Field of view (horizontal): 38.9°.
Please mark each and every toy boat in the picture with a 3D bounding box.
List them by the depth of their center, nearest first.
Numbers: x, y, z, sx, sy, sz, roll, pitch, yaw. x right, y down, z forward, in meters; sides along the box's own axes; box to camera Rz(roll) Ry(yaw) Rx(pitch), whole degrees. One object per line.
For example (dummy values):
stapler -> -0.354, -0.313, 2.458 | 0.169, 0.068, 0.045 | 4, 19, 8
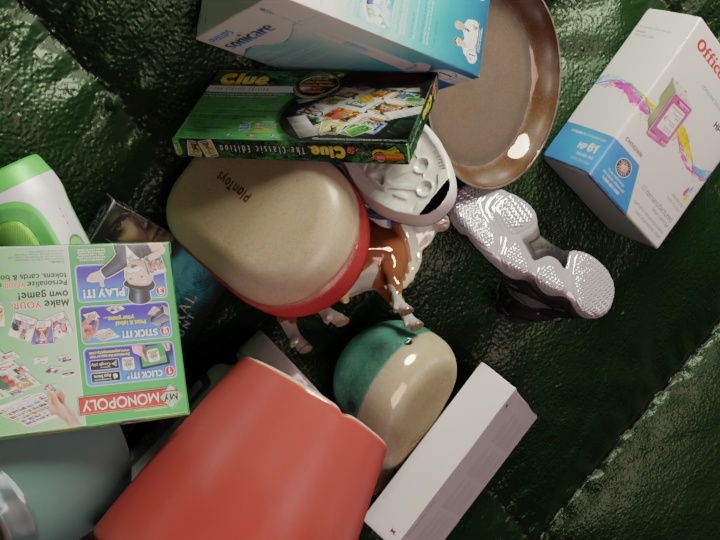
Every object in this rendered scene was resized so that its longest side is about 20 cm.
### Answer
toy boat -> -0.065, -0.033, 0.864 | 0.131, 0.199, 0.131 | -52, 137, -2

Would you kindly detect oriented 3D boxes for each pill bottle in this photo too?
pill bottle -> -0.129, 0.161, 0.939 | 0.200, 0.114, 0.114 | -45, 123, -7

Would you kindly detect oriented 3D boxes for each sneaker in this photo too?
sneaker -> 0.036, -0.076, 0.890 | 0.081, 0.200, 0.146 | -48, 141, -2
sneaker -> 0.154, -0.005, 1.045 | 0.199, 0.114, 0.076 | 34, 63, -12

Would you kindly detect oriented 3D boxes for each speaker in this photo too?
speaker -> -0.243, 0.015, 0.814 | 0.088, 0.088, 0.202 | -28, 101, -17

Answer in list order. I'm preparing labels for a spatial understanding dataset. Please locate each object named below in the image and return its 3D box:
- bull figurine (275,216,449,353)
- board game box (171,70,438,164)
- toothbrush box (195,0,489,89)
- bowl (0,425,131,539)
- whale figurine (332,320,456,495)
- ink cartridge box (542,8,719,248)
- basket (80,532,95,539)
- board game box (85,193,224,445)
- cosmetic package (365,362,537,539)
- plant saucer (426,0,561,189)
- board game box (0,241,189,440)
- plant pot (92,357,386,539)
bull figurine -> 0.000, 0.000, 0.965 | 0.197, 0.123, 0.065 | -12, 151, -16
board game box -> -0.043, -0.126, 0.824 | 0.024, 0.197, 0.106 | 76, 26, -42
toothbrush box -> -0.015, -0.213, 0.840 | 0.198, 0.146, 0.087 | 13, 82, -31
bowl -> -0.288, 0.158, 0.789 | 0.105, 0.198, 0.203 | -58, 138, -53
whale figurine -> 0.022, 0.137, 1.036 | 0.158, 0.103, 0.202 | -33, 146, -38
ink cartridge box -> 0.312, -0.152, 1.088 | 0.144, 0.084, 0.201 | 38, 87, -33
basket -> -0.245, 0.360, 0.898 | 0.158, 0.200, 0.201 | 1, 107, -27
board game box -> -0.217, 0.052, 0.902 | 0.134, 0.028, 0.202 | 31, 91, -34
cosmetic package -> 0.100, 0.205, 1.080 | 0.201, 0.051, 0.151 | -52, 156, -4
plant saucer -> 0.122, -0.181, 0.980 | 0.198, 0.032, 0.204 | -14, 110, -42
board game box -> -0.228, 0.050, 0.743 | 0.197, 0.029, 0.137 | -2, 80, -33
plant pot -> -0.080, 0.181, 0.808 | 0.200, 0.199, 0.179 | 41, 73, -33
